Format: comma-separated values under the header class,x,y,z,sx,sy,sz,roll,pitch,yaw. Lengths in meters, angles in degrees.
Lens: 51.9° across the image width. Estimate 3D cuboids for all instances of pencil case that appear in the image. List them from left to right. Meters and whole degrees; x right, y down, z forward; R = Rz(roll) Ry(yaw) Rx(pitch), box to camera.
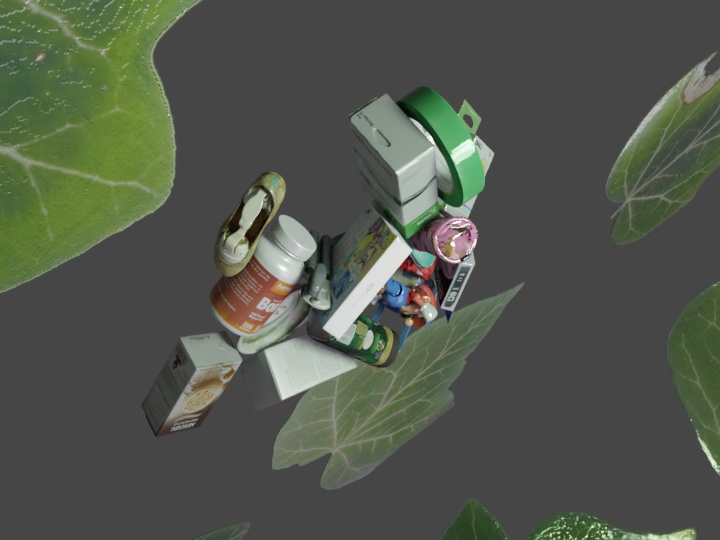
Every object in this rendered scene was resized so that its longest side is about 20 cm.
class,x,y,z,sx,sy,sz,roll,pitch,yaw
pencil case,0.146,-0.065,1.356,0.084,0.086,0.200,-56,-165,-1

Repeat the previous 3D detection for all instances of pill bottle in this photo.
class,x,y,z,sx,sy,sz,roll,pitch,yaw
pill bottle,-0.167,0.008,1.275,0.201,0.113,0.111,-48,152,19

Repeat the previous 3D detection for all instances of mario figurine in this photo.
class,x,y,z,sx,sy,sz,roll,pitch,yaw
mario figurine,0.080,0.070,1.517,0.198,0.125,0.106,28,114,-37

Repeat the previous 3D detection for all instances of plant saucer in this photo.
class,x,y,z,sx,sy,sz,roll,pitch,yaw
plant saucer,-0.168,0.082,1.447,0.198,0.051,0.201,-34,160,-14

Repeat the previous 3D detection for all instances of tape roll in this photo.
class,x,y,z,sx,sy,sz,roll,pitch,yaw
tape roll,0.129,-0.204,1.229,0.048,0.202,0.202,-32,153,-9

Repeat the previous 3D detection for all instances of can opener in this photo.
class,x,y,z,sx,sy,sz,roll,pitch,yaw
can opener,-0.071,-0.007,1.300,0.051,0.202,0.067,21,122,-16

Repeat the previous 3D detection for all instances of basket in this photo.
class,x,y,z,sx,sy,sz,roll,pitch,yaw
basket,0.086,0.091,1.682,0.176,0.137,0.204,27,87,-61

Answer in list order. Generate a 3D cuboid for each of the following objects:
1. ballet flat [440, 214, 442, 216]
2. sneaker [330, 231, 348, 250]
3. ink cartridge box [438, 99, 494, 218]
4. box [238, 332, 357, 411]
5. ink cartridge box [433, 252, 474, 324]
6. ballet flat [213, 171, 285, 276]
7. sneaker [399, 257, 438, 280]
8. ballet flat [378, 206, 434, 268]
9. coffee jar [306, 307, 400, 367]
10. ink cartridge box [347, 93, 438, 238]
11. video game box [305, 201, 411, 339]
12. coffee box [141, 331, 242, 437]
class,x,y,z,sx,sy,sz,roll,pitch,yaw
ballet flat,0.141,-0.163,1.468,0.072,0.068,0.200,-54,152,-8
sneaker,-0.031,0.002,1.482,0.084,0.079,0.202,-30,152,-16
ink cartridge box,0.195,-0.202,1.395,0.103,0.058,0.205,20,94,-59
box,-0.134,0.203,1.570,0.196,0.109,0.151,-19,173,-35
ink cartridge box,0.188,-0.024,1.602,0.042,0.202,0.203,4,139,-10
ballet flat,-0.186,-0.068,1.178,0.070,0.071,0.202,4,127,-54
sneaker,0.088,-0.019,1.544,0.197,0.117,0.079,-31,170,-15
ballet flat,0.079,-0.087,1.467,0.067,0.068,0.203,-36,116,-13
coffee jar,-0.010,0.131,1.504,0.198,0.103,0.087,30,76,-43
ink cartridge box,0.059,-0.173,1.248,0.082,0.148,0.201,-34,154,-10
video game box,-0.009,-0.005,1.304,0.046,0.183,0.201,35,101,-23
coffee box,-0.328,0.219,1.433,0.113,0.080,0.202,-4,137,-49
